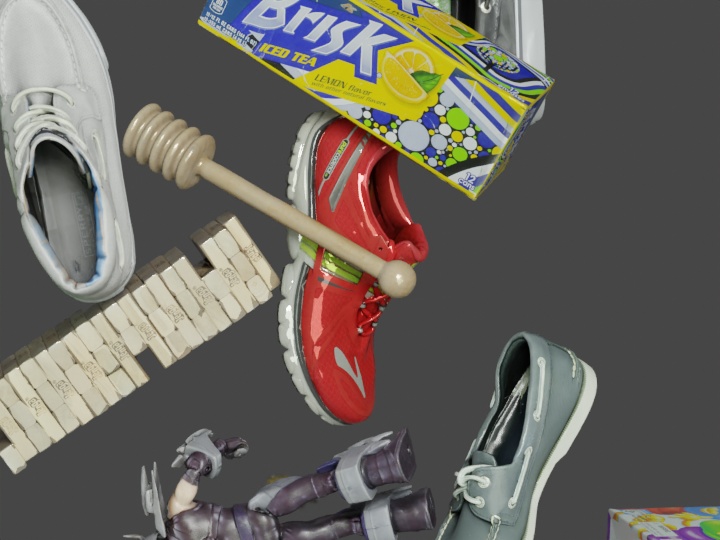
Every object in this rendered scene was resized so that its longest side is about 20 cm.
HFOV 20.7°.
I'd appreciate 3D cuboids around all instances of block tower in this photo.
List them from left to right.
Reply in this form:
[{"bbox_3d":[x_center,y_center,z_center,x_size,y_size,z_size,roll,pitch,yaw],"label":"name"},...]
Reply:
[{"bbox_3d":[-0.146,0.042,1.208,0.200,0.054,0.058,-36,103,-6],"label":"block tower"}]

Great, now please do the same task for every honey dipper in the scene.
[{"bbox_3d":[-0.054,-0.037,1.178,0.200,0.038,0.038,32,90,16],"label":"honey dipper"}]

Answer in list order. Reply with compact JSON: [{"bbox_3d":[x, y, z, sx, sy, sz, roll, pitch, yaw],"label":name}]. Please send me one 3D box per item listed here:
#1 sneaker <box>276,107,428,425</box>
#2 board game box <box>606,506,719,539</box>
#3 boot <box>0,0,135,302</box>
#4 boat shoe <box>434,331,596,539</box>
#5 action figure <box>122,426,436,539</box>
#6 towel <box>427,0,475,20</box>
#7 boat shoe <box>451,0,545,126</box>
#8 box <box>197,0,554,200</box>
[{"bbox_3d":[0.000,0.000,1.206,0.085,0.077,0.200,3,100,25],"label":"sneaker"},{"bbox_3d":[0.271,0.215,1.296,0.200,0.105,0.103,1,97,-13],"label":"board game box"},{"bbox_3d":[-0.175,-0.080,1.150,0.073,0.096,0.200,-17,90,-4],"label":"boot"},{"bbox_3d":[0.079,0.130,1.243,0.062,0.073,0.200,39,72,-34],"label":"boat shoe"},{"bbox_3d":[-0.056,0.159,1.236,0.200,0.069,0.130,-15,110,6],"label":"action figure"},{"bbox_3d":[0.049,-0.230,1.229,0.200,0.031,0.149,-20,104,-11],"label":"towel"},{"bbox_3d":[0.069,-0.182,1.196,0.066,0.070,0.200,-10,109,-15],"label":"boat shoe"},{"bbox_3d":[0.009,-0.130,1.167,0.200,0.064,0.070,33,118,7],"label":"box"}]
